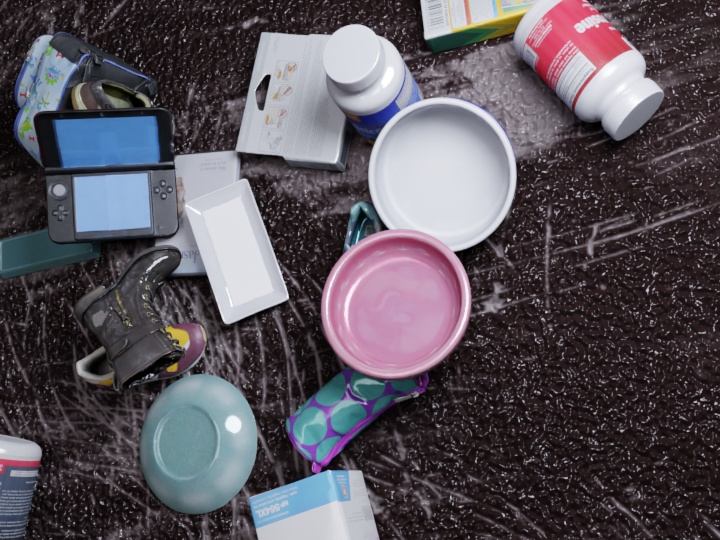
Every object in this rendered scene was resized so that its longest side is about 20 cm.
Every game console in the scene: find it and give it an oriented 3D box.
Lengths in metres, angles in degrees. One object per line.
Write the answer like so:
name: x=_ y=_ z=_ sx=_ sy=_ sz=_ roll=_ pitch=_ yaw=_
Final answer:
game console: x=-0.376 y=-0.139 z=1.298 sx=0.196 sy=0.119 sz=0.176 roll=-4 pitch=82 yaw=-11

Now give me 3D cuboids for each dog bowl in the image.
dog bowl: x=0.112 y=-0.131 z=1.176 sx=0.196 sy=0.079 sz=0.204 roll=2 pitch=103 yaw=11

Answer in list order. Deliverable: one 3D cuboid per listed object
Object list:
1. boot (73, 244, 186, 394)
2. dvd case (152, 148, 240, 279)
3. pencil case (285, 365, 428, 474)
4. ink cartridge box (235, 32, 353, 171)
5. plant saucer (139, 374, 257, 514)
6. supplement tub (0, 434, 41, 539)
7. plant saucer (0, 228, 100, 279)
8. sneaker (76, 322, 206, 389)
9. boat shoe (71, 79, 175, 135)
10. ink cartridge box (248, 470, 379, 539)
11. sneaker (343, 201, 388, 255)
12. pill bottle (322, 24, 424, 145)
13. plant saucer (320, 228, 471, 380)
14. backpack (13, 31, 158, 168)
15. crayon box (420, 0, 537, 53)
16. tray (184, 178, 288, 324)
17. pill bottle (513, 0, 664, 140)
boot: x=-0.307 y=0.071 z=1.268 sx=0.199 sy=0.070 sz=0.174 roll=-38 pitch=59 yaw=-17
dvd case: x=-0.260 y=-0.088 z=1.367 sx=0.140 sy=0.018 sz=0.204 roll=-2 pitch=78 yaw=18
pencil case: x=-0.004 y=0.180 z=1.183 sx=0.199 sy=0.085 sz=0.093 roll=-39 pitch=56 yaw=7
ink cartridge box: x=-0.089 y=-0.261 z=1.335 sx=0.170 sy=0.043 sz=0.204 roll=8 pitch=81 yaw=21
plant saucer: x=-0.248 y=0.252 z=1.275 sx=0.197 sy=0.039 sz=0.205 roll=-5 pitch=76 yaw=18
supplement tub: x=-0.569 y=0.353 z=1.307 sx=0.138 sy=0.140 sz=0.204 roll=6 pitch=79 yaw=20
plant saucer: x=-0.521 y=-0.039 z=1.447 sx=0.196 sy=0.019 sz=0.071 roll=-12 pitch=74 yaw=17
sneaker: x=-0.327 y=0.129 z=1.302 sx=0.197 sy=0.090 sz=0.076 roll=-23 pitch=71 yaw=13
boat shoe: x=-0.348 y=-0.240 z=1.331 sx=0.065 sy=0.200 sz=0.073 roll=-10 pitch=76 yaw=29
ink cartridge box: x=-0.046 y=0.377 z=1.128 sx=0.123 sy=0.128 sz=0.203 roll=-20 pitch=71 yaw=14
sneaker: x=0.000 y=0.000 z=1.221 sx=0.076 sy=0.086 sz=0.204 roll=-4 pitch=76 yaw=18
pill bottle: x=0.016 y=-0.257 z=1.212 sx=0.110 sy=0.200 sz=0.114 roll=-4 pitch=76 yaw=18
plant saucer: x=0.048 y=0.048 z=1.130 sx=0.196 sy=0.051 sz=0.204 roll=-6 pitch=67 yaw=13
backpack: x=-0.457 y=-0.261 z=1.390 sx=0.146 sy=0.182 sz=0.202 roll=33 pitch=100 yaw=25
crayon box: x=0.186 y=-0.407 z=1.269 sx=0.196 sy=0.052 sz=0.128 roll=-10 pitch=75 yaw=17
tray: x=-0.186 y=-0.028 z=1.312 sx=0.106 sy=0.022 sz=0.203 roll=-21 pitch=76 yaw=-1
pill bottle: x=0.306 y=-0.275 z=1.165 sx=0.112 sy=0.112 sz=0.201 roll=-40 pitch=69 yaw=6
